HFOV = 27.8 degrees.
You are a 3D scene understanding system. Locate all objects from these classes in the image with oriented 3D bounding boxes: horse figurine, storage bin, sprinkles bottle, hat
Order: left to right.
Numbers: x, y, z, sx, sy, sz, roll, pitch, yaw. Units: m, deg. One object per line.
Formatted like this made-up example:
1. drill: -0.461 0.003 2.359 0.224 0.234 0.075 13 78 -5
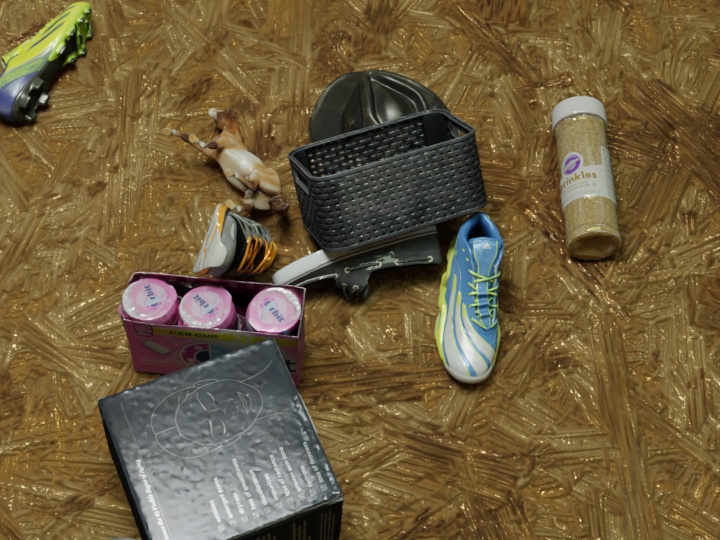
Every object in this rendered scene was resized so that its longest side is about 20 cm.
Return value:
1. horse figurine: -0.145 -0.122 1.725 0.200 0.132 0.050 46 110 23
2. hat: 0.029 -0.189 1.778 0.199 0.081 0.202 1 58 -1
3. storage bin: 0.030 -0.105 1.665 0.199 0.094 0.135 -16 22 -12
4. sprinkles bottle: 0.271 -0.112 1.748 0.068 0.068 0.201 0 58 -2

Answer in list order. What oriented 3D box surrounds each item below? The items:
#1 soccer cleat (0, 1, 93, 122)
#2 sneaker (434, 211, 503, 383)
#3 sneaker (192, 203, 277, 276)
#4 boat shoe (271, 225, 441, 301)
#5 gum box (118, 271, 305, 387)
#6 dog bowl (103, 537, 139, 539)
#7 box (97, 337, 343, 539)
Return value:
1. soccer cleat: -0.405 -0.271 1.822 0.083 0.065 0.201 21 60 13
2. sneaker: 0.124 0.022 1.636 0.075 0.105 0.201 2 57 -1
3. sneaker: -0.135 -0.027 1.620 0.077 0.200 0.079 24 98 -1
4. boat shoe: 0.000 0.000 1.672 0.199 0.070 0.067 -18 82 -9
5. gum box: -0.162 0.065 1.592 0.198 0.114 0.067 5 58 1
6. dog bowl: -0.224 0.346 1.380 0.199 0.201 0.059 23 21 12
7. box: -0.144 0.206 1.498 0.195 0.124 0.201 -18 61 -15
